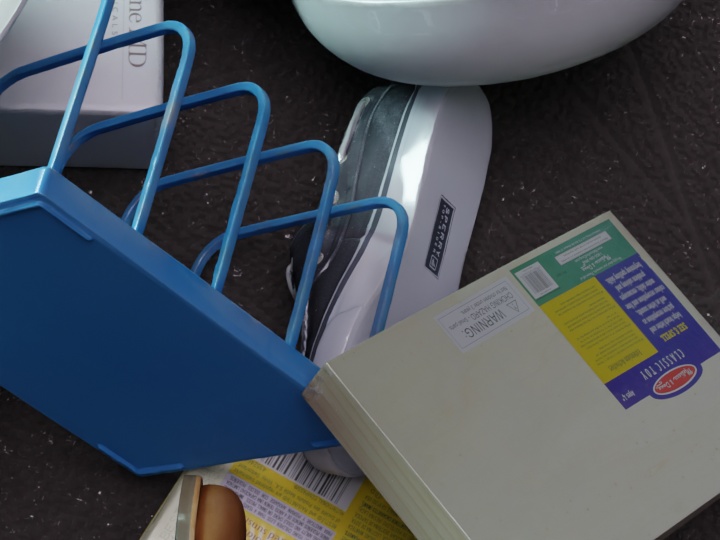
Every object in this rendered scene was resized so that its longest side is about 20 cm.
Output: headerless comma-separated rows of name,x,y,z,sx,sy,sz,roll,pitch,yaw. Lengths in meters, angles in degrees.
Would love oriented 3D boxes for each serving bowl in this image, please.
serving bowl,0.066,-0.132,1.159,0.200,0.200,0.066,-17,116,-11

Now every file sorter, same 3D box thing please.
file sorter,-0.095,-0.018,1.049,0.200,0.139,0.123,38,53,-38

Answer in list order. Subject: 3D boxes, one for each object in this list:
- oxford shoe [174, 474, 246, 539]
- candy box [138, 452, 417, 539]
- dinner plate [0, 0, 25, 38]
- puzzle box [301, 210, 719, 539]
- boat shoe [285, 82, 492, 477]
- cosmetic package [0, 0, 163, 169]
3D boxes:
oxford shoe,-0.037,0.175,1.000,0.071,0.071,0.200,-10,73,-2
candy box,0.011,0.134,1.124,0.200,0.026,0.102,30,71,5
dinner plate,-0.210,-0.098,1.032,0.200,0.200,0.024,-52,126,-18
puzzle box,0.084,0.060,1.054,0.200,0.025,0.133,-26,71,-44
boat shoe,0.000,0.000,1.147,0.068,0.072,0.200,1,63,33
cosmetic package,-0.190,-0.106,1.163,0.200,0.071,0.101,0,71,-6
